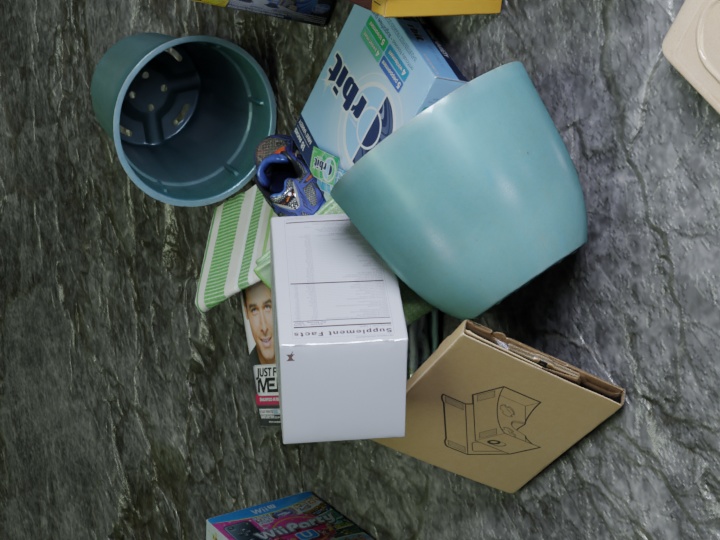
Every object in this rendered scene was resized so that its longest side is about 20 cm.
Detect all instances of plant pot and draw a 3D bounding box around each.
[{"bbox_3d":[0.100,-0.054,1.174,0.161,0.200,0.200,57,143,4],"label":"plant pot"},{"bbox_3d":[-0.229,-0.200,1.653,0.196,0.199,0.201,-144,53,-58],"label":"plant pot"}]

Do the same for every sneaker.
[{"bbox_3d":[-0.078,-0.104,1.467,0.075,0.078,0.200,-48,32,6],"label":"sneaker"}]

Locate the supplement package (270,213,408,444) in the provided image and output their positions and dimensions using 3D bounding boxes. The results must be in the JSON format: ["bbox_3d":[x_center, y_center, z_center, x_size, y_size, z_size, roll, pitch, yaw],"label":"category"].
[{"bbox_3d":[-0.023,0.048,1.225,0.200,0.113,0.110,-98,6,-55],"label":"supplement package"}]

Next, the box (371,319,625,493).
[{"bbox_3d":[0.117,0.129,1.230,0.200,0.163,0.021,-51,20,48],"label":"box"}]

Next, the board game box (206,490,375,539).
[{"bbox_3d":[-0.067,0.334,1.555,0.200,0.147,0.065,25,119,51],"label":"board game box"}]

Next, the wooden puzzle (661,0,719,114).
[{"bbox_3d":[0.312,-0.174,0.953,0.200,0.046,0.186,60,142,36],"label":"wooden puzzle"}]

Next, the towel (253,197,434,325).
[{"bbox_3d":[0.000,0.000,1.345,0.200,0.031,0.149,-37,95,33],"label":"towel"}]

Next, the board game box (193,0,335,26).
[{"bbox_3d":[-0.072,-0.358,1.394,0.200,0.199,0.062,-53,54,30],"label":"board game box"}]

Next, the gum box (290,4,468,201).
[{"bbox_3d":[0.013,-0.160,1.365,0.200,0.044,0.170,-60,41,33],"label":"gum box"}]

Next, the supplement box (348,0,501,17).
[{"bbox_3d":[0.031,-0.353,1.252,0.200,0.132,0.198,35,125,49],"label":"supplement box"}]

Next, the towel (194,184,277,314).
[{"bbox_3d":[-0.125,-0.040,1.587,0.200,0.023,0.153,-27,45,47],"label":"towel"}]

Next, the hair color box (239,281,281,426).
[{"bbox_3d":[-0.087,0.079,1.603,0.099,0.060,0.201,-10,89,57],"label":"hair color box"}]

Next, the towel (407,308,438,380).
[{"bbox_3d":[0.020,0.018,1.441,0.171,0.048,0.201,26,118,55],"label":"towel"}]
